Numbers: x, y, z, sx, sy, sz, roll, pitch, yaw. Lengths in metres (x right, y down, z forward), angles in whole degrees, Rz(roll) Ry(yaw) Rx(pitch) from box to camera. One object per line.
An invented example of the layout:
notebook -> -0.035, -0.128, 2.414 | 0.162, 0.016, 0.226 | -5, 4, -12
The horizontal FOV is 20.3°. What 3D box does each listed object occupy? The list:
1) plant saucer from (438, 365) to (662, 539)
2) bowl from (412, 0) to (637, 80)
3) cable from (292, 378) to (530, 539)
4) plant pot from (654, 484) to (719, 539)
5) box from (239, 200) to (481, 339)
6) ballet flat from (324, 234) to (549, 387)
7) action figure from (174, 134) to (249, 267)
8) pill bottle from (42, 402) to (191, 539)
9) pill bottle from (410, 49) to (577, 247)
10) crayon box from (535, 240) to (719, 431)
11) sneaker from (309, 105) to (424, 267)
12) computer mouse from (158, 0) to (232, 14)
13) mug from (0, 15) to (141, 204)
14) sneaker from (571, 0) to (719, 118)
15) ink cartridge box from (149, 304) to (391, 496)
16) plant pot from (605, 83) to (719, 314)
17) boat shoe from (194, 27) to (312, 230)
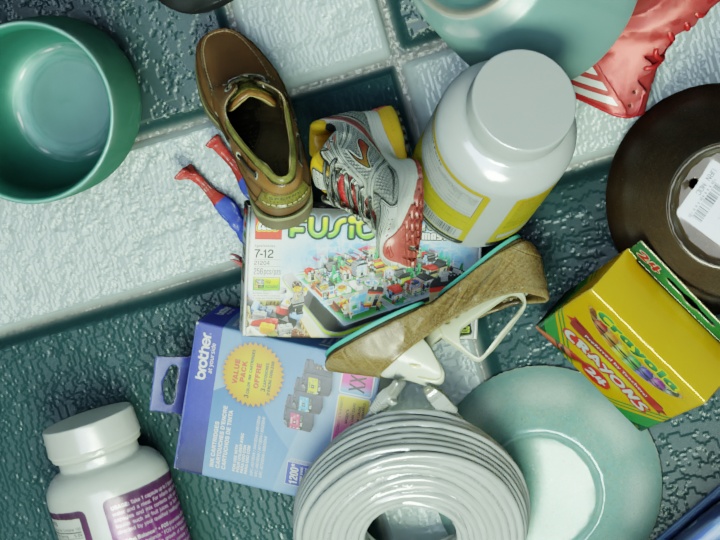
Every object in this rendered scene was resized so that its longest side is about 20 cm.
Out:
plant saucer -> 0.155, 0.183, 1.704 | 0.199, 0.039, 0.203 | 2, 100, 12
bowl -> 0.112, -0.246, 1.564 | 0.199, 0.105, 0.203 | -1, 88, 36
cable -> 0.043, 0.208, 1.652 | 0.200, 0.069, 0.200 | 38, 113, -21
plant pot -> 0.301, 0.294, 1.620 | 0.200, 0.180, 0.200 | 46, 105, 1
box -> 0.000, 0.000, 1.673 | 0.198, 0.035, 0.111 | 1, 100, -9
ballet flat -> 0.069, 0.049, 1.636 | 0.199, 0.068, 0.073 | -30, 78, -8
action figure -> -0.074, -0.024, 1.714 | 0.065, 0.052, 0.200 | -44, 91, 12
pill bottle -> -0.208, 0.222, 1.752 | 0.111, 0.112, 0.202 | -14, 97, 14
pill bottle -> 0.106, -0.098, 1.571 | 0.111, 0.200, 0.113 | 3, 73, -9
crayon box -> 0.220, 0.054, 1.586 | 0.127, 0.200, 0.051 | 45, 74, 2
sneaker -> 0.003, -0.063, 1.611 | 0.081, 0.200, 0.079 | -4, 120, -10
computer mouse -> -0.099, -0.282, 1.670 | 0.199, 0.053, 0.139 | -25, 95, 15
mug -> -0.276, -0.136, 1.701 | 0.183, 0.114, 0.154 | -6, 99, 14
sneaker -> 0.243, -0.191, 1.612 | 0.198, 0.078, 0.117 | -11, 106, 26
ink cartridge box -> -0.078, 0.113, 1.725 | 0.198, 0.076, 0.138 | 11, 102, 11
plant pot -> 0.278, -0.052, 1.542 | 0.185, 0.200, 0.189 | 1, 94, 9
boat shoe -> -0.084, -0.132, 1.642 | 0.071, 0.068, 0.201 | -21, 60, -10
